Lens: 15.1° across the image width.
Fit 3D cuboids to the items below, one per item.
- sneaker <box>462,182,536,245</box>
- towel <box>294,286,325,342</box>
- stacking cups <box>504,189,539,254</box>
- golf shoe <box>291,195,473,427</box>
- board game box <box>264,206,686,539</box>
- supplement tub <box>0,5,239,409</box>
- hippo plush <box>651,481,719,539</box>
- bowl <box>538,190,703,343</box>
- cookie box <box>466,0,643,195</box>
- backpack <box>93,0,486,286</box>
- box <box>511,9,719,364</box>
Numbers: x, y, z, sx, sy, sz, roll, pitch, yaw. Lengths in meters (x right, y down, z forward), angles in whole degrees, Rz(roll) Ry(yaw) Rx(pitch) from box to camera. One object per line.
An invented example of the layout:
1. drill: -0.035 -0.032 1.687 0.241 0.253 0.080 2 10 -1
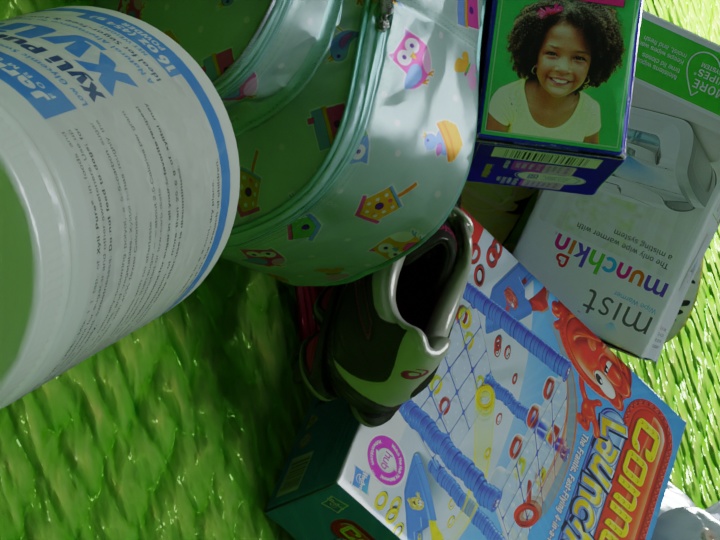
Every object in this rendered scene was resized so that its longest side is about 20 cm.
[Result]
1. sneaker: 0.083 -0.084 1.545 0.076 0.075 0.200 -123 -121 -84
2. towel: 0.000 0.000 1.508 0.200 0.022 0.145 32 46 -66
3. stacking cups: 0.087 -0.081 1.615 0.060 0.060 0.201 -11 116 -71
4. golf shoe: 0.027 -0.024 1.316 0.077 0.088 0.200 20 61 -27
5. board game box: 0.066 0.100 1.408 0.196 0.056 0.200 42 48 -23
6. supplement tub: -0.133 -0.022 0.978 0.200 0.132 0.132 -34 110 -71
7. hippo plush: 0.161 0.187 1.557 0.200 0.159 0.161 43 2 -42
8. bowl: 0.130 -0.040 1.737 0.201 0.094 0.201 168 -90 -67
9. cookie box: 0.098 -0.146 1.312 0.171 0.075 0.201 90 7 -86
10. backpack: -0.032 -0.098 1.248 0.153 0.176 0.201 14 69 -44
11. box: 0.163 -0.043 1.561 0.177 0.097 0.200 -65 173 2
